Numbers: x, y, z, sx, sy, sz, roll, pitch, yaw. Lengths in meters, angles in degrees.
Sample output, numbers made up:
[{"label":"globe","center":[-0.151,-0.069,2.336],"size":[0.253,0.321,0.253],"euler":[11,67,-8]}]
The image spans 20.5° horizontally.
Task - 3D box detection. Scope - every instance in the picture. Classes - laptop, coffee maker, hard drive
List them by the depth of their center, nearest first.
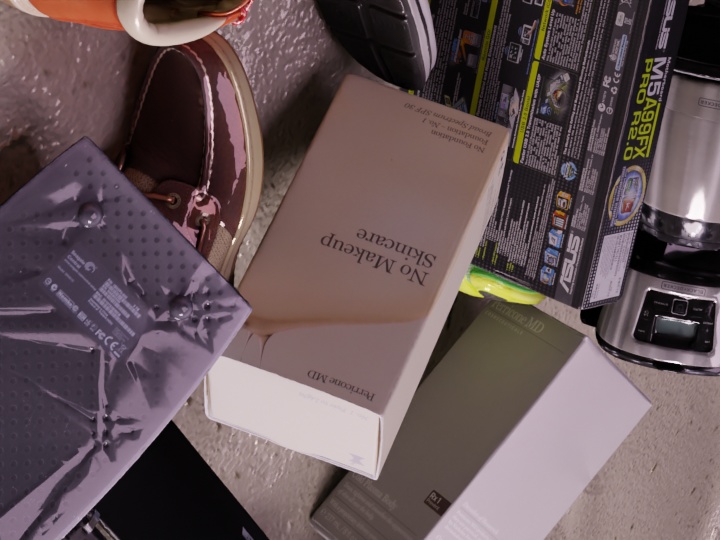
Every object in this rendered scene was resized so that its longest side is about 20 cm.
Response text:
[{"label":"hard drive","center":[-0.162,0.048,0.958],"size":[0.135,0.042,0.200],"euler":[46,75,-18]},{"label":"laptop","center":[-0.139,0.182,1.064],"size":[0.200,0.103,0.177],"euler":[-43,124,-12]},{"label":"coffee maker","center":[0.219,-0.054,1.256],"size":[0.192,0.134,0.201],"euler":[-25,130,-54]}]

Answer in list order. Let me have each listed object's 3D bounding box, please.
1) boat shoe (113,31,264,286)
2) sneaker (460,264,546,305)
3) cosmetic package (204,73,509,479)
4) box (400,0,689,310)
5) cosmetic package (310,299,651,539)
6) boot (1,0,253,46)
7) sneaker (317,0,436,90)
[{"label":"boat shoe","center":[-0.103,-0.026,1.023],"size":[0.072,0.072,0.201],"euler":[-21,132,-46]},{"label":"sneaker","center":[0.110,-0.036,1.294],"size":[0.200,0.074,0.084],"euler":[-33,130,-53]},{"label":"cosmetic package","center":[0.000,0.000,1.084],"size":[0.073,0.103,0.200],"euler":[96,15,-56]},{"label":"box","center":[0.097,-0.097,1.160],"size":[0.044,0.160,0.201],"euler":[-10,117,-48]},{"label":"cosmetic package","center":[0.077,0.121,1.269],"size":[0.090,0.107,0.200],"euler":[40,83,-34]},{"label":"boot","center":[-0.072,-0.146,0.961],"size":[0.200,0.107,0.075],"euler":[-21,124,-47]},{"label":"sneaker","center":[0.027,-0.199,1.082],"size":[0.115,0.076,0.201],"euler":[-45,137,-24]}]
